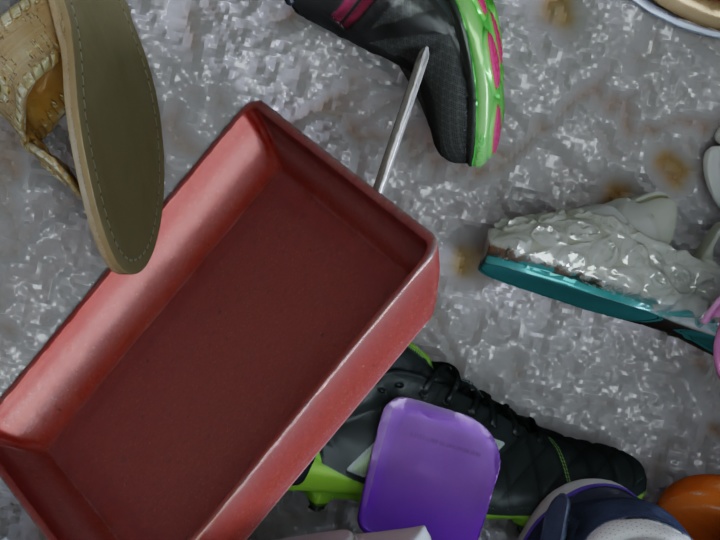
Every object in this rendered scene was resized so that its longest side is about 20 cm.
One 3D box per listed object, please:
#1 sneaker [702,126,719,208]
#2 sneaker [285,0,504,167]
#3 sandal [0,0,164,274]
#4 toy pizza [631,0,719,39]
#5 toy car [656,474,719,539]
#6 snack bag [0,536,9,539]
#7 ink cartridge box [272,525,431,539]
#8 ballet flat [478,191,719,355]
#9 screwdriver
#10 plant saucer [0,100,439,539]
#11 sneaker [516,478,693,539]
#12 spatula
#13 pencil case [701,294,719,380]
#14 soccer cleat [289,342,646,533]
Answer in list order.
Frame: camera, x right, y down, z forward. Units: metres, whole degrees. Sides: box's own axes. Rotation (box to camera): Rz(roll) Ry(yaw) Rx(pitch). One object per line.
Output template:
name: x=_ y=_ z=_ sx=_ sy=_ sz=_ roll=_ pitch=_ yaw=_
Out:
sneaker: x=0.255 y=-0.077 z=1.304 sx=0.200 sy=0.087 sz=0.074 roll=-28 pitch=103 yaw=-5
sneaker: x=0.003 y=-0.133 z=1.264 sx=0.084 sy=0.077 sz=0.200 roll=-26 pitch=101 yaw=13
sandal: x=-0.139 y=-0.101 z=1.248 sx=0.070 sy=0.078 sz=0.212 roll=-7 pitch=94 yaw=22
toy pizza: x=0.182 y=-0.202 z=1.298 sx=0.200 sy=0.032 sz=0.200 roll=-2 pitch=100 yaw=-11
toy car: x=0.225 y=0.140 z=1.314 sx=0.200 sy=0.175 sz=0.150 roll=10 pitch=60 yaw=-12
snack bag: x=-0.183 y=0.239 z=1.211 sx=0.188 sy=0.021 sz=0.200 roll=-32 pitch=114 yaw=-13
ink cartridge box: x=-0.033 y=0.225 z=1.174 sx=0.145 sy=0.145 sz=0.200 roll=-8 pitch=107 yaw=27
ballet flat: x=0.145 y=0.002 z=1.313 sx=0.200 sy=0.072 sz=0.072 roll=21 pitch=95 yaw=-19
screwdriver: x=0.000 y=0.000 z=1.245 sx=0.029 sy=0.028 sz=0.200 roll=25 pitch=98 yaw=8
plant saucer: x=-0.061 y=0.040 z=1.215 sx=0.037 sy=0.200 sz=0.200 roll=40 pitch=90 yaw=-32
sneaker: x=0.082 y=0.190 z=1.218 sx=0.081 sy=0.146 sz=0.200 roll=24 pitch=97 yaw=-13
spatula: x=0.012 y=0.157 z=1.267 sx=0.056 sy=0.021 sz=0.200 roll=16 pitch=97 yaw=0
pencil case: x=0.240 y=0.012 z=1.273 sx=0.200 sy=0.087 sz=0.088 roll=-22 pitch=105 yaw=-40
soccer cleat: x=0.035 y=0.072 z=1.298 sx=0.200 sy=0.068 sz=0.081 roll=6 pitch=97 yaw=-9
